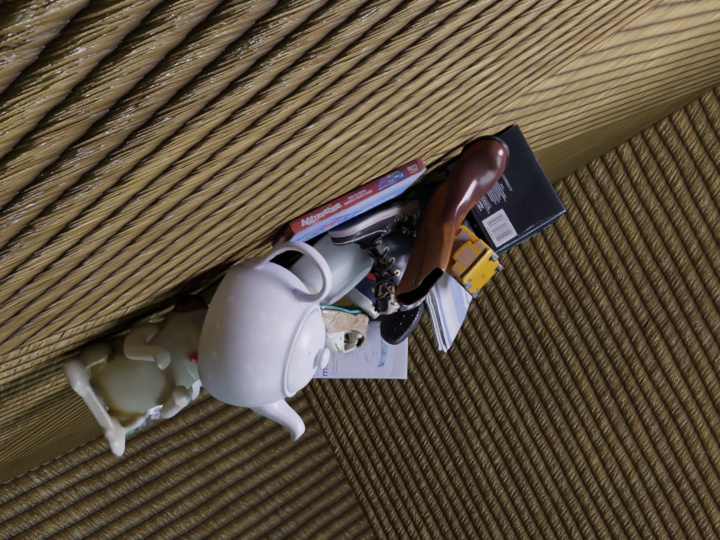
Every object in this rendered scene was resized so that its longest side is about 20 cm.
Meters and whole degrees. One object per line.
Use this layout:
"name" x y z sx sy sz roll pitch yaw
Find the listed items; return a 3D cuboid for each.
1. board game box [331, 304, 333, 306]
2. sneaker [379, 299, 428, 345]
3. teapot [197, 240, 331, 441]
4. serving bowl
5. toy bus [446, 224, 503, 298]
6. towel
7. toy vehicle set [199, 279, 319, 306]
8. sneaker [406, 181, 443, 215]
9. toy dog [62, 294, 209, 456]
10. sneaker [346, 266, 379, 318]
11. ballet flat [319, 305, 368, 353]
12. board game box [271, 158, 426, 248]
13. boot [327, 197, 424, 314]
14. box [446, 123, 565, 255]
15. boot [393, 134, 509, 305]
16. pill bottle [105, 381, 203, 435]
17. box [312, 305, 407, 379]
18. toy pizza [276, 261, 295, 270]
"board game box" -0.154 0.088 1.787 0.197 0.030 0.134 -10 -168 26
"sneaker" 0.097 0.035 1.837 0.059 0.203 0.104 15 165 26
"teapot" -0.107 0.085 1.469 0.201 0.144 0.200 73 36 -66
"serving bowl" -0.036 -0.002 1.707 0.199 0.066 0.200 -40 172 -7
"toy bus" 0.156 -0.013 1.683 0.065 0.078 0.200 -45 167 2
"towel" 0.151 0.010 1.854 0.023 0.148 0.201 6 -135 26
"toy vehicle set" -0.169 0.059 1.639 0.199 0.027 0.123 -32 138 34
"sneaker" 0.079 -0.073 1.834 0.130 0.080 0.199 -32 175 24
"toy dog" -0.263 0.124 1.533 0.198 0.141 0.194 -28 -171 -1
"sneaker" 0.000 0.000 1.843 0.085 0.075 0.200 -50 -143 2
"ballet flat" -0.033 0.089 1.725 0.069 0.067 0.199 -6 173 23
"board game box" -0.016 -0.081 1.481 0.198 0.020 0.103 -27 174 -21
"boot" 0.029 -0.015 1.613 0.072 0.153 0.199 -2 -169 29
"box" 0.213 -0.112 1.747 0.123 0.150 0.200 -30 176 3
"boot" 0.118 -0.069 1.551 0.188 0.068 0.201 -38 -161 41
"pill bottle" -0.331 0.178 1.882 0.198 0.114 0.113 -27 176 -20
"box" -0.017 0.113 1.930 0.173 0.099 0.200 0 -174 -5
"toy pizza" -0.172 0.033 1.757 0.198 0.032 0.200 -28 175 -2
